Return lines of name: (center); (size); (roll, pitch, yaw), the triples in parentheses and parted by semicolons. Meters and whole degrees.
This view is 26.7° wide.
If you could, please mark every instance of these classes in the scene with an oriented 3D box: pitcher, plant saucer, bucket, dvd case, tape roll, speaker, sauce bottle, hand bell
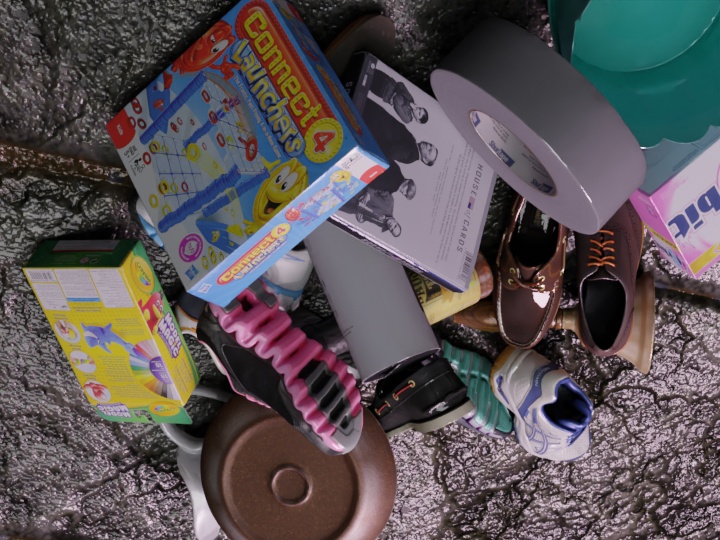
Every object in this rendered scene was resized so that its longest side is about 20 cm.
pitcher: (-0.098, 0.175, 1.556); (0.199, 0.121, 0.172); (-19, 109, 16)
plant saucer: (-0.065, 0.204, 1.477); (0.199, 0.037, 0.202); (2, 102, 10)
bucket: (0.262, -0.226, 1.332); (0.205, 0.135, 0.208); (-5, 123, -7)
dvd case: (0.046, -0.085, 1.373); (0.199, 0.025, 0.151); (29, 71, -41)
tape roll: (0.153, -0.124, 1.316); (0.066, 0.200, 0.200); (-46, 121, -7)
speaker: (0.000, 0.000, 1.400); (0.081, 0.201, 0.081); (-22, 169, -4)
sauce bottle: (0.033, 0.036, 1.470); (0.199, 0.066, 0.066); (-27, 127, -21)
hand bell: (0.194, 0.049, 1.547); (0.198, 0.104, 0.105); (2, 124, 4)

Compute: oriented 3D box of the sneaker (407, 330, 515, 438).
sneaker: (0.079, 0.116, 1.582); (0.087, 0.075, 0.200); (-15, 138, 40)

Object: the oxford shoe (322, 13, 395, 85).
oxford shoe: (-0.048, -0.158, 1.369); (0.200, 0.071, 0.071); (-49, 138, 3)

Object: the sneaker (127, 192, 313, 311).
sneaker: (-0.124, -0.040, 1.437); (0.199, 0.075, 0.087); (25, 105, -29)

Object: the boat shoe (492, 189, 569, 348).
boat shoe: (0.164, -0.015, 1.468); (0.070, 0.070, 0.202); (9, 109, 11)

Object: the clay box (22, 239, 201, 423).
clay box: (-0.233, 0.062, 1.464); (0.114, 0.048, 0.201); (0, 130, 25)

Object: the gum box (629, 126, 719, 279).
gum box: (0.355, -0.104, 1.443); (0.200, 0.066, 0.114); (-39, 123, -3)

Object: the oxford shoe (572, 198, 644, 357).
oxford shoe: (0.239, -0.017, 1.460); (0.071, 0.073, 0.202); (-3, 90, 10)

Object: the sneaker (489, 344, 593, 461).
sneaker: (0.205, 0.154, 1.576); (0.075, 0.088, 0.200); (-54, 138, -11)

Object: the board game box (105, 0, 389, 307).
board game box: (-0.102, -0.109, 1.308); (0.196, 0.201, 0.056); (-40, 150, 16)

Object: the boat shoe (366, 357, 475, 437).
boat shoe: (0.048, 0.124, 1.479); (0.073, 0.201, 0.063); (-28, 89, -21)

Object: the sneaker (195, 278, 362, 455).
sneaker: (-0.080, 0.097, 1.411); (0.200, 0.079, 0.095); (50, 132, 9)

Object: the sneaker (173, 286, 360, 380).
sneaker: (-0.093, 0.070, 1.502); (0.199, 0.079, 0.080); (30, 110, -13)
